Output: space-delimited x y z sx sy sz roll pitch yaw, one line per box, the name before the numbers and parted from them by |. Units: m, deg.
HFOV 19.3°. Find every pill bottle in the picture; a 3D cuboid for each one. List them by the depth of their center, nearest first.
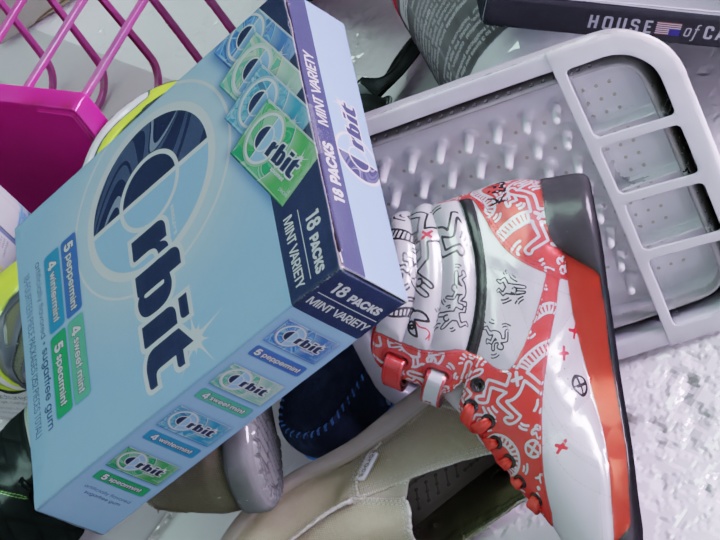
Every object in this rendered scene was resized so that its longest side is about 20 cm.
pill bottle | 0.093 -0.115 1.105 0.111 0.111 0.200 -33 45 7

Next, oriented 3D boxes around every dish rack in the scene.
dish rack | 0.076 -0.027 1.010 0.199 0.172 0.044 -19 31 15

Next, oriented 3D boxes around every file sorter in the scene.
file sorter | -0.173 -0.104 1.254 0.199 0.139 0.126 9 59 37

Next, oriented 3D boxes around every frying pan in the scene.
frying pan | -0.003 -0.083 1.161 0.190 0.031 0.115 -57 10 -13

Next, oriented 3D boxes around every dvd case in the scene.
dvd case | 0.152 -0.164 1.071 0.199 0.025 0.151 4 40 -7

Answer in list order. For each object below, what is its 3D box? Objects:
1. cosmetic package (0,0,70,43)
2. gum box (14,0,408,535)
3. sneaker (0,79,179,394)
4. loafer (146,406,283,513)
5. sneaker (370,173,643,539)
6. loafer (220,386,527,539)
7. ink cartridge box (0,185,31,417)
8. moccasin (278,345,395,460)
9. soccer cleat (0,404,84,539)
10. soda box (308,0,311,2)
cosmetic package | -0.186 -0.252 1.421 0.200 0.073 0.104 -30 46 10
gum box | -0.076 -0.003 0.961 0.200 0.044 0.170 -39 43 28
sneaker | -0.122 -0.013 1.114 0.200 0.074 0.081 -57 34 -9
loafer | -0.080 0.048 1.038 0.069 0.075 0.200 -15 29 4
sneaker | 0.065 0.062 0.959 0.107 0.067 0.202 -9 85 9
loafer | 0.007 0.121 1.002 0.200 0.076 0.068 -42 39 -3
ink cartridge box | -0.251 0.000 1.177 0.145 0.200 0.088 2 58 33
moccasin | 0.000 0.000 1.104 0.080 0.068 0.201 4 62 34
soccer cleat | -0.144 0.084 1.127 0.200 0.067 0.081 -57 17 -18
soda box | -0.019 -0.206 1.208 0.071 0.063 0.200 -49 7 -10
